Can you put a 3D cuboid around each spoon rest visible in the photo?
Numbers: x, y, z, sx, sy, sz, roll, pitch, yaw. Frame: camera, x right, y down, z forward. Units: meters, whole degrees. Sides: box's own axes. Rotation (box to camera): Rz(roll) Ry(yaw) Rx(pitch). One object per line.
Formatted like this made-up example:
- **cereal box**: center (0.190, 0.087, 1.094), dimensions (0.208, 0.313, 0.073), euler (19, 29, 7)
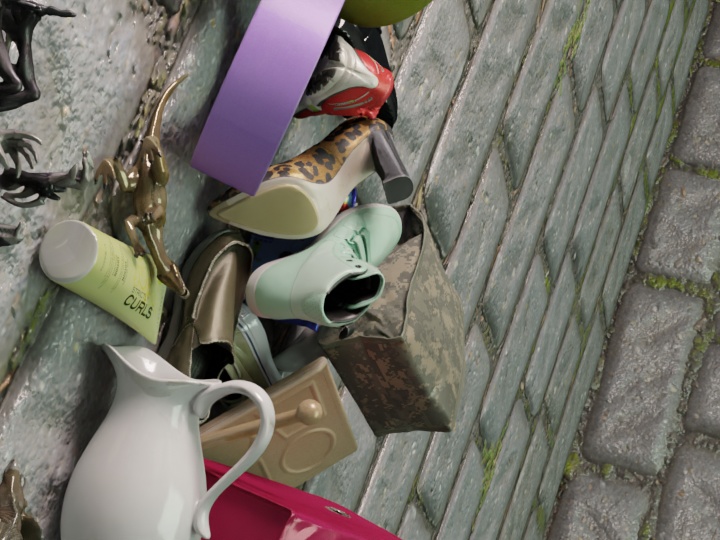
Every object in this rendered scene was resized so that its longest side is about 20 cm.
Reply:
- **spoon rest**: center (-0.036, 0.066, 1.581), dimensions (0.099, 0.061, 0.200), euler (-36, 172, 27)

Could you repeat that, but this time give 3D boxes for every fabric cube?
- **fabric cube**: center (-0.093, 0.302, 1.298), dimensions (0.199, 0.195, 0.202), euler (28, 82, -43)

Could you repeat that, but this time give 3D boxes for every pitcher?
- **pitcher**: center (-0.163, 0.177, 1.181), dimensions (0.121, 0.170, 0.202), euler (14, 88, -65)

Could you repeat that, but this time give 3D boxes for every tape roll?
- **tape roll**: center (-0.079, -0.169, 1.225), dimensions (0.200, 0.065, 0.202), euler (-155, -90, -85)

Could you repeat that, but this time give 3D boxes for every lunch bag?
- **lunch bag**: center (-0.057, -0.024, 1.494), dimensions (0.200, 0.093, 0.152), euler (-11, 115, -83)
- **lunch bag**: center (0.046, 0.050, 1.525), dimensions (0.165, 0.117, 0.201), euler (61, 34, -40)

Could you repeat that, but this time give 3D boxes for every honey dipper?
- **honey dipper**: center (-0.121, 0.147, 1.247), dimensions (0.038, 0.198, 0.038), euler (50, 29, -43)

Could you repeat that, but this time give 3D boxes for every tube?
- **tube**: center (-0.200, 0.006, 1.165), dimensions (0.058, 0.052, 0.200), euler (-41, 161, 1)

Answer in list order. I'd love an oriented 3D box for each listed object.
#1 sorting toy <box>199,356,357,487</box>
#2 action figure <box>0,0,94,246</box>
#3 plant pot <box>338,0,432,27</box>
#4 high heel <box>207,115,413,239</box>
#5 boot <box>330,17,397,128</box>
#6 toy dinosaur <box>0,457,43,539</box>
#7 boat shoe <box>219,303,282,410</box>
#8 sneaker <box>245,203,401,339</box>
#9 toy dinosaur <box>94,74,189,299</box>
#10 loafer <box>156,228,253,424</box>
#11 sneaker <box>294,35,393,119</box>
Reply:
- **sorting toy**: center (-0.100, 0.178, 1.429), dimensions (0.184, 0.037, 0.201), euler (-29, 146, -10)
- **action figure**: center (-0.239, -0.082, 0.933), dimensions (0.119, 0.101, 0.202), euler (-10, 111, -80)
- **plant pot**: center (-0.028, -0.337, 1.255), dimensions (0.199, 0.186, 0.189), euler (13, 90, -55)
- **high heel**: center (-0.057, -0.097, 1.362), dimensions (0.143, 0.198, 0.072), euler (-112, -165, -54)
- **boot**: center (0.022, -0.270, 1.534), dimensions (0.169, 0.076, 0.201), euler (-63, 149, -24)
- **toy dinosaur**: center (-0.290, 0.226, 1.008), dimensions (0.200, 0.077, 0.102), euler (-49, -179, -28)
- **boat shoe**: center (-0.120, 0.114, 1.429), dimensions (0.062, 0.072, 0.201), euler (-43, 138, -25)
- **sneaker**: center (0.000, 0.000, 1.335), dimensions (0.200, 0.118, 0.074), euler (-33, 122, -38)
- **toy dinosaur**: center (-0.179, -0.077, 1.174), dimensions (0.101, 0.058, 0.202), euler (44, 42, -76)
- **loafer**: center (-0.138, 0.059, 1.303), dimensions (0.075, 0.069, 0.202), euler (33, 70, -52)
- **sneaker**: center (-0.022, -0.173, 1.373), dimensions (0.078, 0.084, 0.200), euler (-68, -163, -2)
